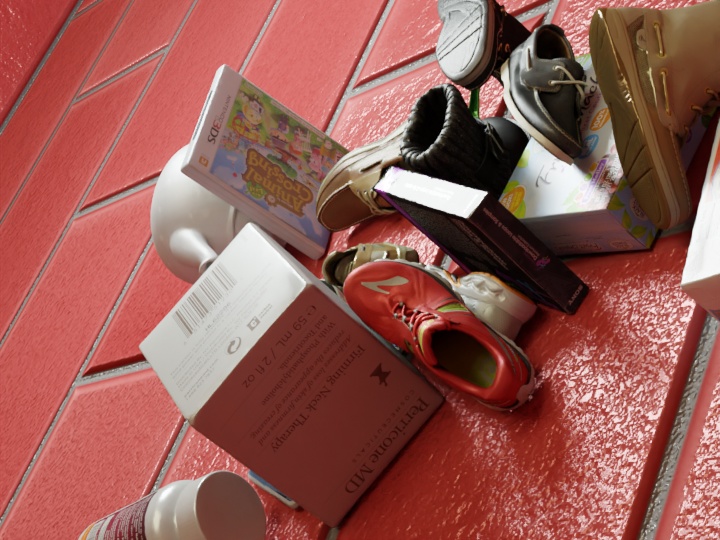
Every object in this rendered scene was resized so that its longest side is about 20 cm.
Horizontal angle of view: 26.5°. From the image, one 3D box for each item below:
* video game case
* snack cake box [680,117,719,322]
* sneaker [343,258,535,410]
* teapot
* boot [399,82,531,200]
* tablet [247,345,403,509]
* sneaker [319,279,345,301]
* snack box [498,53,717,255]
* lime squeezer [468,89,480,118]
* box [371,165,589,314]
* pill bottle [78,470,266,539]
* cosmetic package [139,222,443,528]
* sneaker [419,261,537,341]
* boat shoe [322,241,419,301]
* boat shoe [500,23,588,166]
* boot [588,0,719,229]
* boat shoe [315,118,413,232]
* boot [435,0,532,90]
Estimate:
[{"bbox_3d":[-0.108,-0.131,1.834,0.022,0.199,0.183,-37,28,41],"label":"video game case"},{"bbox_3d":[0.326,-0.061,1.172,0.115,0.067,0.201,-24,37,48],"label":"snack cake box"},{"bbox_3d":[0.064,0.049,1.326,0.199,0.085,0.077,32,96,22],"label":"sneaker"},{"bbox_3d":[-0.148,-0.067,1.873,0.145,0.197,0.201,8,77,33],"label":"teapot"},{"bbox_3d":[0.108,-0.127,1.516,0.079,0.158,0.212,-42,27,18],"label":"boot"},{"bbox_3d":[-0.035,0.145,1.565,0.201,0.014,0.130,-55,25,-9],"label":"tablet"},{"bbox_3d":[-0.085,0.090,1.585,0.075,0.088,0.201,21,76,38],"label":"sneaker"},{"bbox_3d":[0.228,-0.113,1.404,0.168,0.068,0.201,-3,52,57],"label":"snack box"},{"bbox_3d":[0.112,-0.140,1.639,0.071,0.037,0.201,89,-161,-58],"label":"lime squeezer"},{"bbox_3d":[0.108,-0.031,1.409,0.036,0.143,0.200,-52,26,-5],"label":"box"},{"bbox_3d":[-0.192,0.276,1.540,0.200,0.109,0.110,-30,33,38],"label":"pill bottle"},{"bbox_3d":[-0.066,0.096,1.438,0.168,0.200,0.166,-49,33,0],"label":"cosmetic package"},{"bbox_3d":[0.078,0.049,1.439,0.200,0.076,0.092,5,65,63],"label":"sneaker"},{"bbox_3d":[0.000,0.000,1.481,0.200,0.076,0.072,145,134,-76],"label":"boat shoe"},{"bbox_3d":[0.174,-0.164,1.399,0.068,0.072,0.200,-46,23,23],"label":"boat shoe"},{"bbox_3d":[0.289,-0.140,1.293,0.073,0.154,0.201,105,154,-67],"label":"boot"},{"bbox_3d":[0.026,-0.102,1.721,0.200,0.076,0.074,-37,32,30],"label":"boat shoe"},{"bbox_3d":[0.148,-0.213,1.570,0.073,0.150,0.200,-40,26,21],"label":"boot"}]
